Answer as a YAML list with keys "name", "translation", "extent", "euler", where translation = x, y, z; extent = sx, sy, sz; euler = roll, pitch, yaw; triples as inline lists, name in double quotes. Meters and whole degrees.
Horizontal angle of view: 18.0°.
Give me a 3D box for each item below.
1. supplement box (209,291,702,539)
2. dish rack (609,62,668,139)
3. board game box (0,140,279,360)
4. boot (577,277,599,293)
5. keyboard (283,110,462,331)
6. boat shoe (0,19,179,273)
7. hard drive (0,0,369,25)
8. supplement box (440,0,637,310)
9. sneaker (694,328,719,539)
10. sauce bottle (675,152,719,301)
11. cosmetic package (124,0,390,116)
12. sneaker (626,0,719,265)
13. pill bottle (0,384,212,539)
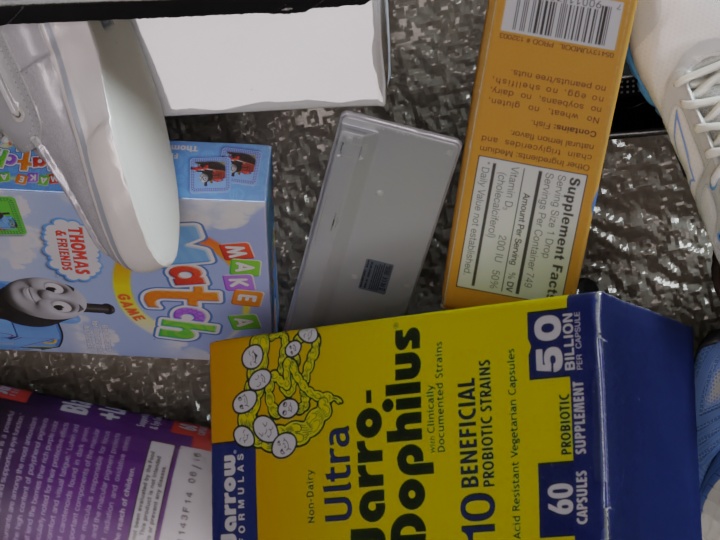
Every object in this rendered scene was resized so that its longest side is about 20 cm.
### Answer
- name: "supplement box"
  translation: [0.042, 0.080, 1.028]
  extent: [0.199, 0.109, 0.109]
  euler: [-8, 76, 30]
- name: "dish rack"
  translation: [0.137, -0.167, 1.063]
  extent: [0.153, 0.055, 0.201]
  euler: [-5, 105, 3]
- name: "board game box"
  translation: [-0.140, -0.010, 1.079]
  extent: [0.199, 0.037, 0.151]
  euler: [2, 149, 1]
- name: "boot"
  translation: [0.042, 0.090, 1.123]
  extent: [0.131, 0.070, 0.201]
  euler: [9, 74, 30]
- name: "keyboard"
  translation: [0.000, 0.000, 1.083]
  extent: [0.056, 0.011, 0.200]
  euler: [10, 139, -6]
- name: "boat shoe"
  translation: [-0.138, -0.089, 0.974]
  extent: [0.068, 0.072, 0.201]
  euler: [-19, 101, 16]
- name: "hard drive"
  translation: [-0.092, -0.175, 0.939]
  extent: [0.199, 0.038, 0.140]
  euler: [-4, 84, -24]
- name: "supplement box"
  translation: [0.082, -0.076, 1.021]
  extent: [0.068, 0.067, 0.201]
  euler: [12, 122, 2]
- name: "sneaker"
  translation: [0.160, 0.106, 1.120]
  extent: [0.089, 0.078, 0.200]
  euler: [48, 131, 27]
- name: "sauce bottle"
  translation: [0.212, 0.021, 1.106]
  extent: [0.065, 0.065, 0.201]
  euler: [-24, 105, 8]
- name: "cosmetic package"
  translation: [-0.085, -0.116, 1.056]
  extent: [0.199, 0.113, 0.082]
  euler: [-1, 102, 4]
- name: "sneaker"
  translation: [0.175, -0.054, 1.018]
  extent: [0.075, 0.087, 0.201]
  euler: [-24, 97, 12]
- name: "pill bottle"
  translation: [-0.163, 0.116, 1.121]
  extent: [0.199, 0.111, 0.112]
  euler: [12, 105, -1]
